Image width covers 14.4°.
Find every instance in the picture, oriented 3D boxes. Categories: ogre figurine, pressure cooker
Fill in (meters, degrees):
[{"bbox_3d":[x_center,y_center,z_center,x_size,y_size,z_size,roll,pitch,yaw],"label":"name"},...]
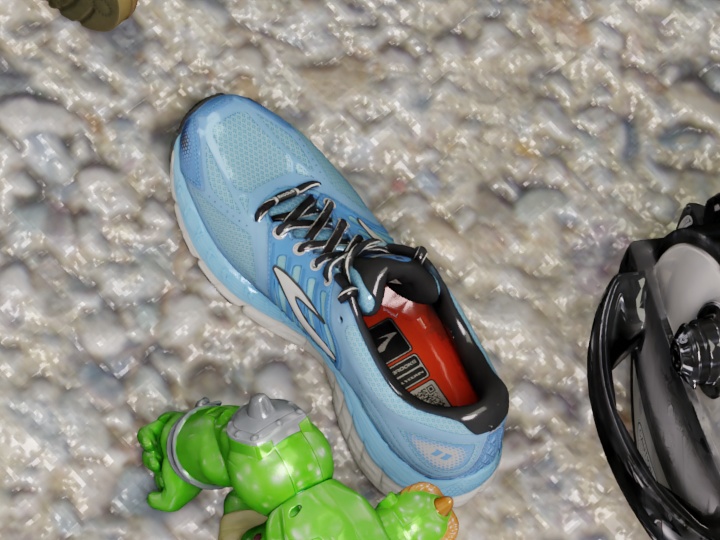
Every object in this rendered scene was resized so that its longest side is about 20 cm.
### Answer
[{"bbox_3d":[-0.015,0.128,1.103,0.098,0.120,0.201,-7,70,-19],"label":"ogre figurine"},{"bbox_3d":[0.192,0.055,1.158,0.199,0.176,0.179,-6,98,-15],"label":"pressure cooker"}]

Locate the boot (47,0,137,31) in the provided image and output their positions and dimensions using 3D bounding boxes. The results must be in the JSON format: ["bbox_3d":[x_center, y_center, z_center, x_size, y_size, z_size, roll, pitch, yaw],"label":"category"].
[{"bbox_3d":[-0.094,-0.221,1.265,0.200,0.066,0.175,-37,81,-27],"label":"boot"}]

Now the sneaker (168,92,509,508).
[{"bbox_3d":[0.000,0.000,1.180,0.078,0.090,0.200,-35,79,-26],"label":"sneaker"}]
